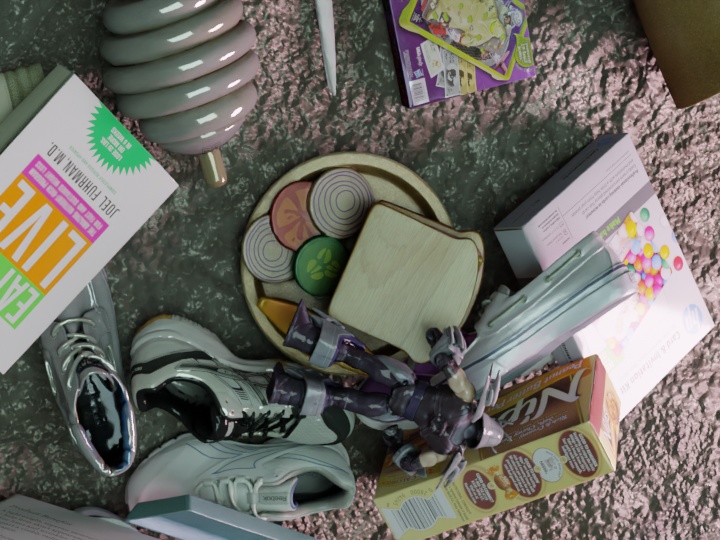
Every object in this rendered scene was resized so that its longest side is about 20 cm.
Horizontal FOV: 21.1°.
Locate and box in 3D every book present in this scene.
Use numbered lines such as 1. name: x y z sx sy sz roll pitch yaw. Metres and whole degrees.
1. book: -0.250 -0.037 1.468 0.200 0.048 0.134 -49 125 -8

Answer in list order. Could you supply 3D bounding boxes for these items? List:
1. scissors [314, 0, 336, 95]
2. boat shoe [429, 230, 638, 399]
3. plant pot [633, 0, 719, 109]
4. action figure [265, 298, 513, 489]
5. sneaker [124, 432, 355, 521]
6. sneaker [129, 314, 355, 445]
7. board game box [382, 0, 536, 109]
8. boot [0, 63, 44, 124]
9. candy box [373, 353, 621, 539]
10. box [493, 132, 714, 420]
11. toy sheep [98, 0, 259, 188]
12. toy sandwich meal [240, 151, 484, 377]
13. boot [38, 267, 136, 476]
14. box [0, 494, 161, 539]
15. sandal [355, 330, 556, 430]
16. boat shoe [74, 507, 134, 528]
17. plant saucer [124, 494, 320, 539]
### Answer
1. scissors: -0.028 -0.248 1.578 0.073 0.014 0.202 -25 106 -14
2. boat shoe: 0.130 0.043 1.582 0.199 0.074 0.067 -33 78 2
3. plant pot: 0.293 -0.269 1.607 0.186 0.186 0.201 -34 96 -9
4. action figure: 0.030 0.096 1.532 0.198 0.069 0.131 21 105 -2
5. sneaker: -0.096 0.176 1.602 0.198 0.087 0.075 -8 105 -16
6. sneaker: -0.100 0.114 1.576 0.198 0.088 0.076 21 130 -14
7. board game box: 0.073 -0.246 1.605 0.119 0.032 0.202 -14 106 -11
8. boot: -0.303 -0.055 1.497 0.153 0.072 0.202 -9 103 -19
9. candy box: 0.115 0.150 1.608 0.198 0.116 0.056 -22 111 19
10. box: 0.213 0.007 1.668 0.156 0.041 0.201 -39 113 -32
11. toy sheep: -0.139 -0.161 1.495 0.137 0.138 0.202 -26 108 -12
12. toy sandwich meal: 0.000 0.000 1.587 0.203 0.070 0.208 -1 95 -7
13. boot: -0.217 0.063 1.533 0.073 0.096 0.202 -19 106 -14
14. box: -0.231 0.305 1.503 0.197 0.131 0.202 14 105 20
15. sandal: 0.078 0.074 1.643 0.201 0.082 0.050 -23 128 -25
16. boat shoe: -0.178 0.283 1.598 0.073 0.067 0.201 -37 110 -8
17. plant saucer: -0.102 0.215 1.578 0.199 0.069 0.019 27 57 -49
